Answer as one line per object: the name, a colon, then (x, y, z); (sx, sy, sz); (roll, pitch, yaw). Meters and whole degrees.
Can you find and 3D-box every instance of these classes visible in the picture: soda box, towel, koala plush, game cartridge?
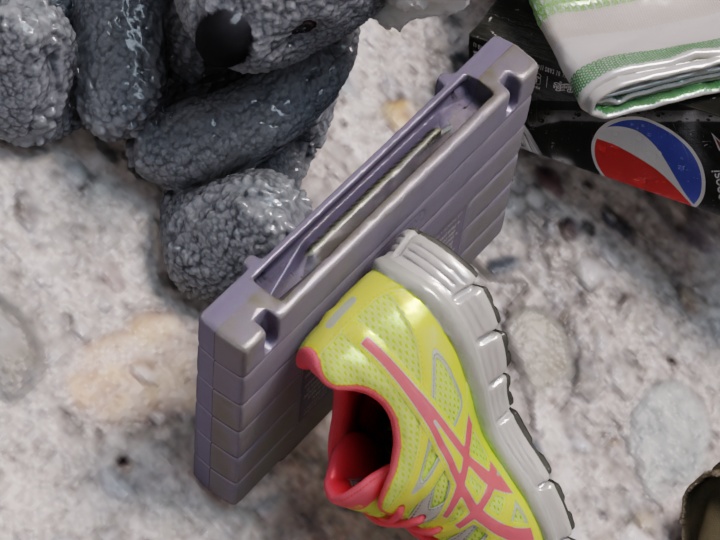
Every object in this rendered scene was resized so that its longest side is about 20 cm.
soda box: (0.153, -0.081, 1.094); (0.199, 0.064, 0.071); (20, 49, 22)
towel: (0.145, -0.169, 1.091); (0.148, 0.031, 0.201); (-12, 57, -10)
koala plush: (-0.046, -0.127, 0.979); (0.177, 0.200, 0.184); (38, 52, -5)
game cartridge: (0.000, 0.000, 0.971); (0.038, 0.130, 0.200); (37, 59, 14)

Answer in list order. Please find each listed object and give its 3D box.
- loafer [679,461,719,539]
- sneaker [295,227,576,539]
loafer: (0.173, 0.177, 1.014); (0.069, 0.075, 0.202); (11, 60, -29)
sneaker: (0.025, 0.084, 0.952); (0.090, 0.078, 0.201); (-35, 120, -22)
